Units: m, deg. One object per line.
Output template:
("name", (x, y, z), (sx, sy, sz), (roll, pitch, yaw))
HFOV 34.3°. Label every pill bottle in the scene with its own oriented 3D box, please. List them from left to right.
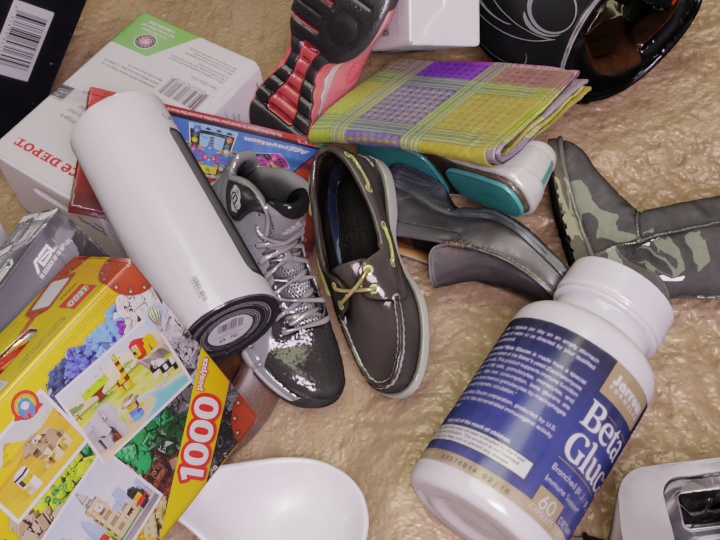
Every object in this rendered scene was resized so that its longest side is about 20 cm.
("pill bottle", (0.130, 0.092, 0.794), (0.111, 0.111, 0.200), (27, 69, 25))

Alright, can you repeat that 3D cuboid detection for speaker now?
("speaker", (-0.138, -0.035, 0.848), (0.081, 0.081, 0.200), (-27, 64, -11))

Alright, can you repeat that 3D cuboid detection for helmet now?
("helmet", (0.177, -0.262, 1.005), (0.199, 0.200, 0.191), (-30, 58, -13))

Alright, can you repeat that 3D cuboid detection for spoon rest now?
("spoon rest", (-0.093, 0.171, 0.814), (0.199, 0.061, 0.100), (4, 55, 13))

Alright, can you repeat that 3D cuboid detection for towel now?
("towel", (0.069, -0.130, 0.945), (0.199, 0.023, 0.144), (12, 41, 39))

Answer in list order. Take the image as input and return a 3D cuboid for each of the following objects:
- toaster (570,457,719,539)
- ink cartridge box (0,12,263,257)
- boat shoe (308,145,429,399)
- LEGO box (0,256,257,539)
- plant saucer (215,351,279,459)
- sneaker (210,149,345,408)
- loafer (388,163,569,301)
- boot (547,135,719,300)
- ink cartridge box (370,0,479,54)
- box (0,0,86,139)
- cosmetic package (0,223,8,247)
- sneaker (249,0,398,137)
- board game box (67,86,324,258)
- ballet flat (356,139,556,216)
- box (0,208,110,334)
("toaster", (0.238, 0.211, 0.697), (0.199, 0.119, 0.182), (-7, 52, 4))
("ink cartridge box", (-0.196, -0.116, 1.026), (0.145, 0.084, 0.200), (28, 63, 26))
("boat shoe", (0.000, 0.000, 0.893), (0.071, 0.060, 0.202), (-25, 66, 29))
("LEGO box", (-0.183, 0.113, 0.731), (0.077, 0.149, 0.200), (2, 46, 49))
("plant saucer", (-0.157, 0.071, 0.917), (0.199, 0.032, 0.201), (-4, 54, 6))
("sneaker", (-0.059, -0.001, 0.867), (0.075, 0.116, 0.201), (-21, 74, -34))
("loafer", (0.080, -0.012, 0.921), (0.200, 0.073, 0.072), (29, 71, 37))
("boot", (0.256, -0.045, 0.911), (0.199, 0.073, 0.183), (-16, 67, 6))
("ink cartridge box", (0.032, -0.252, 1.034), (0.066, 0.117, 0.200), (-4, 9, -21))
("box", (-0.370, -0.252, 1.074), (0.198, 0.123, 0.201), (31, 102, 28))
("cosmetic package", (-0.300, 0.079, 0.858), (0.051, 0.151, 0.201), (6, 56, 13))
("sneaker", (-0.025, -0.193, 1.001), (0.074, 0.200, 0.087), (41, 34, 5))
("board game box", (-0.130, -0.078, 0.952), (0.199, 0.019, 0.104), (11, 73, -19))
("ballet flat", (0.081, -0.094, 0.955), (0.069, 0.070, 0.200), (-43, 39, -21))
("box", (-0.218, 0.083, 0.799), (0.050, 0.158, 0.200), (-5, 45, 44))
